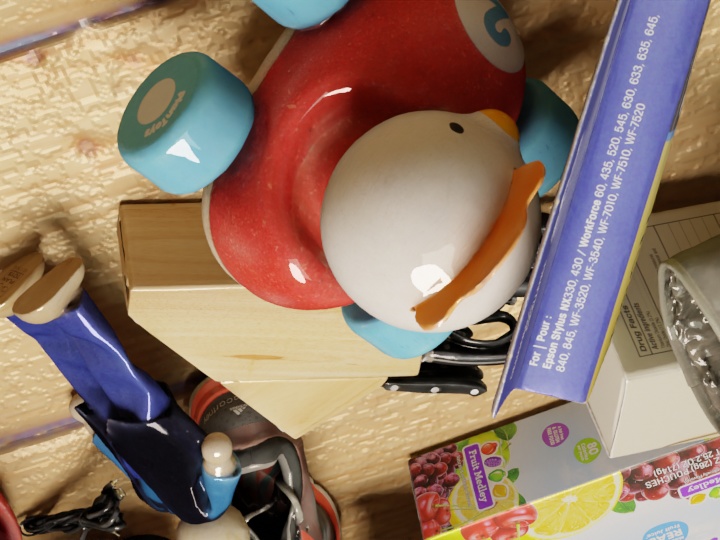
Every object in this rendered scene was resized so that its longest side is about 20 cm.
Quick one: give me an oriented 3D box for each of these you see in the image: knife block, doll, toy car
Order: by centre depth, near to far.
[{"bbox_3d":[0.030,-0.044,1.030,0.184,0.200,0.177,38,87,-33],"label":"toy car"},{"bbox_3d":[0.000,0.000,1.192,0.175,0.064,0.200,-35,131,19],"label":"knife block"},{"bbox_3d":[-0.117,0.078,1.210,0.048,0.136,0.200,-47,119,-24],"label":"doll"}]

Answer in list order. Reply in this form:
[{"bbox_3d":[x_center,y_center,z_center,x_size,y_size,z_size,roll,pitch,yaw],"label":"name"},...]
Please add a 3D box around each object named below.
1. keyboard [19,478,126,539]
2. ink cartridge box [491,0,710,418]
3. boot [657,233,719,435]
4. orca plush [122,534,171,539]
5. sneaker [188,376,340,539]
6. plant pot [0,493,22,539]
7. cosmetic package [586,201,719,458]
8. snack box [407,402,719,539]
[{"bbox_3d":[-0.154,0.185,1.290,0.021,0.127,0.200,-5,172,-38],"label":"keyboard"},{"bbox_3d":[0.114,-0.047,1.040,0.047,0.200,0.198,17,107,4],"label":"ink cartridge box"},{"bbox_3d":[0.231,-0.035,1.134,0.200,0.073,0.182,-21,97,-9],"label":"boot"},{"bbox_3d":[-0.156,0.216,1.387,0.105,0.071,0.200,-45,161,-33],"label":"orca plush"},{"bbox_3d":[-0.054,0.144,1.306,0.077,0.082,0.200,-15,135,2],"label":"sneaker"},{"bbox_3d":[-0.269,0.203,1.243,0.200,0.183,0.201,-7,135,-7],"label":"plant pot"},{"bbox_3d":[0.209,0.020,1.216,0.200,0.104,0.073,-10,141,-10],"label":"cosmetic package"},{"bbox_3d":[0.149,0.147,1.368,0.200,0.068,0.169,-19,135,8],"label":"snack box"}]
